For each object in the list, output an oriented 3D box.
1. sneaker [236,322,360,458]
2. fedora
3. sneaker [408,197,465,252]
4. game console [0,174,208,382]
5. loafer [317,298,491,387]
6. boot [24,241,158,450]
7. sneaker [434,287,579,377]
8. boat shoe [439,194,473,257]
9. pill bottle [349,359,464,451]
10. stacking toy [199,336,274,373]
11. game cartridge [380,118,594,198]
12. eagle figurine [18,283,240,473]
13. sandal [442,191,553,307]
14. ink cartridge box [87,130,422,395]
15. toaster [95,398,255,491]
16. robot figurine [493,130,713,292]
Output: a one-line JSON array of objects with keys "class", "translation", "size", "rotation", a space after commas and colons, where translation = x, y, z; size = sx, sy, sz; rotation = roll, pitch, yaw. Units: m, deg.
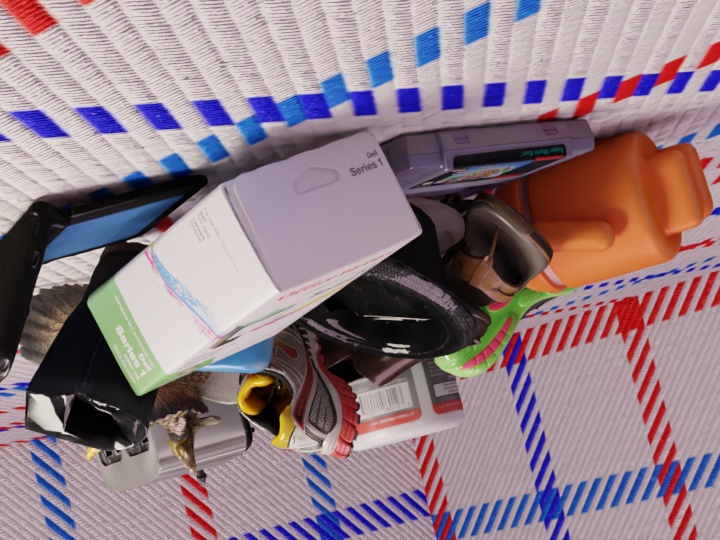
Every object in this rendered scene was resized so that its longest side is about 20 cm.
[{"class": "sneaker", "translation": [-0.074, 0.087, 1.746], "size": [0.082, 0.078, 0.200], "rotation": [3, -153, -31]}, {"class": "fedora", "translation": [0.014, -0.004, 1.634], "size": [0.199, 0.092, 0.201], "rotation": [12, 159, 5]}, {"class": "sneaker", "translation": [0.000, 0.000, 1.740], "size": [0.199, 0.100, 0.075], "rotation": [-17, 142, 18]}, {"class": "game console", "translation": [-0.204, 0.017, 1.422], "size": [0.116, 0.177, 0.200], "rotation": [18, 163, -16]}, {"class": "loafer", "translation": [0.031, 0.070, 1.759], "size": [0.199, 0.072, 0.073], "rotation": [-14, 150, 41]}, {"class": "boot", "translation": [-0.147, 0.054, 1.498], "size": [0.163, 0.066, 0.200], "rotation": [-1, -150, 12]}, {"class": "sneaker", "translation": [0.135, 0.016, 1.834], "size": [0.200, 0.077, 0.084], "rotation": [-39, -167, -16]}, {"class": "boat shoe", "translation": [0.087, -0.035, 1.815], "size": [0.199, 0.071, 0.072], "rotation": [-32, 165, -13]}, {"class": "pill bottle", "translation": [0.020, 0.059, 1.881], "size": [0.115, 0.202, 0.116], "rotation": [-13, 174, -1]}, {"class": "stacking toy", "translation": [-0.139, 0.025, 1.764], "size": [0.115, 0.111, 0.200], "rotation": [3, -177, -9]}, {"class": "game cartridge", "translation": [0.071, -0.079, 1.533], "size": [0.199, 0.039, 0.129], "rotation": [-9, 176, -41]}, {"class": "eagle figurine", "translation": [-0.201, 0.105, 1.770], "size": [0.151, 0.152, 0.200], "rotation": [5, 156, 28]}, {"class": "sandal", "translation": [0.100, -0.003, 1.652], "size": [0.055, 0.081, 0.200], "rotation": [-55, -177, -22]}, {"class": "ink cartridge box", "translation": [-0.075, -0.004, 1.397], "size": [0.144, 0.084, 0.200], "rotation": [-23, 172, -42]}, {"class": "toaster", "translation": [-0.203, 0.131, 2.063], "size": [0.118, 0.202, 0.181], "rotation": [-15, 176, -28]}, {"class": "robot figurine", "translation": [0.193, -0.048, 1.701], "size": [0.199, 0.145, 0.117], "rotation": [-17, 135, 25]}]
